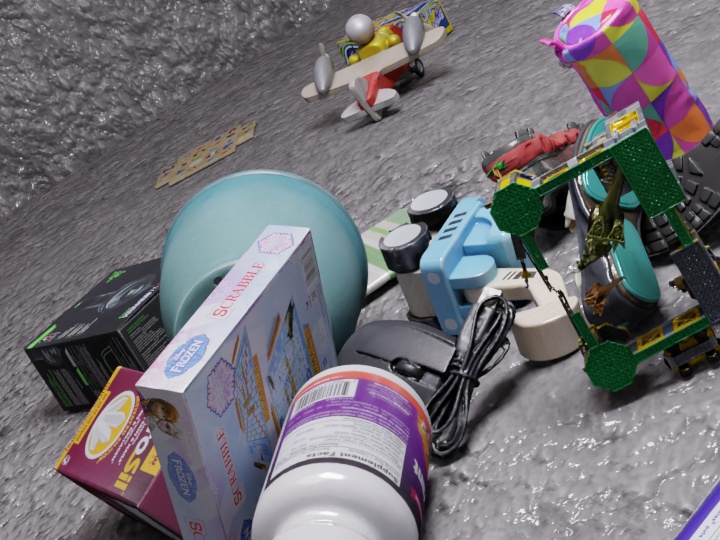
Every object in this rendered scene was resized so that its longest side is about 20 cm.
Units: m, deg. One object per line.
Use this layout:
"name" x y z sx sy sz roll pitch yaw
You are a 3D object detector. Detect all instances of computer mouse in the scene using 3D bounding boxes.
"computer mouse" 0.032 0.075 1.074 0.199 0.053 0.139 -5 55 58

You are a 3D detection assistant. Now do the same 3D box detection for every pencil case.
"pencil case" 0.246 -0.158 1.178 0.088 0.200 0.089 -33 28 20

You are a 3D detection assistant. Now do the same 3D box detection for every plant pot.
"plant pot" -0.090 0.031 1.172 0.199 0.201 0.188 -27 16 7

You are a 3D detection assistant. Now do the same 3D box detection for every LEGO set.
"LEGO set" 0.185 -0.024 0.957 0.153 0.200 0.116 -38 8 17

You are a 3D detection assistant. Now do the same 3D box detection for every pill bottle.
"pill bottle" -0.012 0.158 0.891 0.111 0.112 0.200 -23 20 18

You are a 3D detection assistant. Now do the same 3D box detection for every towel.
"towel" 0.000 0.000 1.413 0.199 0.024 0.152 -33 20 -13

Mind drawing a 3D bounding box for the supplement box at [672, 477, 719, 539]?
"supplement box" 0.226 0.162 0.550 0.103 0.102 0.199 -41 22 -30

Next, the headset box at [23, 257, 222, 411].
"headset box" -0.259 0.067 1.512 0.199 0.093 0.174 -12 25 43

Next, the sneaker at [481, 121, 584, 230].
"sneaker" 0.191 -0.088 1.284 0.071 0.099 0.200 -32 -8 31

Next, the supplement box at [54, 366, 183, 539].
"supplement box" -0.166 0.156 1.117 0.199 0.085 0.111 2 58 58

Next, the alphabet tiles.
"alphabet tiles" -0.274 -0.207 2.357 0.199 0.006 0.167 -27 19 9

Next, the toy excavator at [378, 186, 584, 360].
"toy excavator" 0.116 0.005 1.139 0.198 0.101 0.195 -6 30 32

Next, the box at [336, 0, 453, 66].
"box" 0.057 -0.402 2.275 0.199 0.065 0.070 -12 25 44

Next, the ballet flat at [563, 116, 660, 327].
"ballet flat" 0.194 -0.035 1.074 0.073 0.073 0.202 -21 48 23

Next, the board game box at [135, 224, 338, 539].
"board game box" -0.077 0.104 0.980 0.041 0.202 0.200 6 35 24

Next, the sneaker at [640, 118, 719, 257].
"sneaker" 0.302 -0.069 1.096 0.200 0.087 0.076 -40 55 30

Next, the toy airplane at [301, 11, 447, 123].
"toy airplane" 0.015 -0.315 1.998 0.199 0.142 0.199 -34 20 -13
